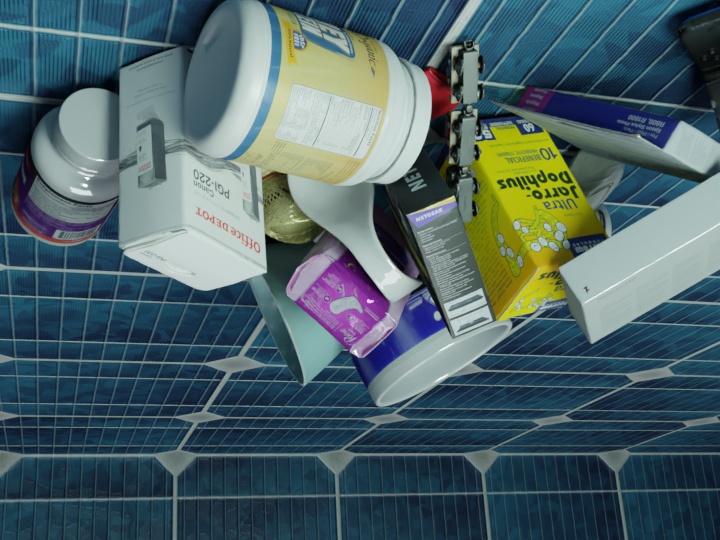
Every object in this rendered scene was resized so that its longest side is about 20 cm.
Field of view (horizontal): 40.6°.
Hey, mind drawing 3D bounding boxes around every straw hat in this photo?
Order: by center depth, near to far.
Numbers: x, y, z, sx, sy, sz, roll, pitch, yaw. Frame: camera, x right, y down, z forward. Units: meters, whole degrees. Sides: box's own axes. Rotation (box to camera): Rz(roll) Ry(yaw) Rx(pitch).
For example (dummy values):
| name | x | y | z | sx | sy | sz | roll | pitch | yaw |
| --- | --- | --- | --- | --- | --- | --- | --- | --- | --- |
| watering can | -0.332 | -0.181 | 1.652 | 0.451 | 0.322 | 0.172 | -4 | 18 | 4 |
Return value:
| name | x | y | z | sx | sy | sz | roll | pitch | yaw |
| --- | --- | --- | --- | --- | --- | --- | --- | --- | --- |
| straw hat | -0.074 | -0.078 | 1.112 | 0.200 | 0.085 | 0.201 | -8 | 151 | -4 |

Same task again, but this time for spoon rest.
| name | x | y | z | sx | sy | sz | roll | pitch | yaw |
| --- | --- | --- | --- | --- | --- | --- | --- | --- | --- |
| spoon rest | -0.007 | -0.062 | 1.017 | 0.099 | 0.200 | 0.061 | -35 | 168 | 15 |

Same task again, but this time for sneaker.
| name | x | y | z | sx | sy | sz | roll | pitch | yaw |
| --- | --- | --- | --- | --- | --- | --- | --- | --- | --- |
| sneaker | 0.242 | -0.076 | 1.179 | 0.200 | 0.072 | 0.072 | -41 | 149 | 1 |

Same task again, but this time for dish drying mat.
| name | x | y | z | sx | sy | sz | roll | pitch | yaw |
| --- | --- | --- | --- | --- | --- | --- | --- | --- | --- |
| dish drying mat | 0.024 | -0.167 | 1.083 | 0.200 | 0.018 | 0.077 | -21 | 152 | 39 |

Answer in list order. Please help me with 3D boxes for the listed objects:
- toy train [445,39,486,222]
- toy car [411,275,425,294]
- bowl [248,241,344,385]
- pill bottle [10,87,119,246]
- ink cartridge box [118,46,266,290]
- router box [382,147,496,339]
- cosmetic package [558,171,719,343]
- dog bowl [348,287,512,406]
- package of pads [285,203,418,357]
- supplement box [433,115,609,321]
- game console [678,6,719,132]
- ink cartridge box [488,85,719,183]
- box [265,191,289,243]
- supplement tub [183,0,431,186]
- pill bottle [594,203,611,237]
| name | x | y | z | sx | sy | sz | roll | pitch | yaw |
| --- | --- | --- | --- | --- | --- | --- | --- | --- | --- |
| toy train | 0.106 | -0.143 | 1.005 | 0.034 | 0.046 | 0.201 | -9 | 123 | -12 |
| toy car | 0.087 | -0.001 | 1.353 | 0.199 | 0.165 | 0.158 | -16 | 158 | 5 |
| bowl | -0.071 | 0.041 | 1.288 | 0.105 | 0.201 | 0.201 | -23 | 163 | -12 |
| pill bottle | -0.304 | -0.111 | 1.046 | 0.111 | 0.112 | 0.200 | 8 | 156 | -27 |
| ink cartridge box | -0.168 | -0.098 | 0.976 | 0.085 | 0.201 | 0.146 | -13 | 158 | 24 |
| router box | 0.070 | -0.049 | 1.023 | 0.052 | 0.200 | 0.158 | -23 | 123 | 1 |
| cosmetic package | 0.308 | -0.011 | 1.006 | 0.200 | 0.052 | 0.151 | -31 | 157 | 4 |
| dog bowl | 0.087 | 0.087 | 1.228 | 0.200 | 0.079 | 0.200 | -28 | 163 | -9 |
| package of pads | 0.000 | 0.000 | 1.112 | 0.120 | 0.200 | 0.076 | 42 | 117 | -6 |
| supplement box | 0.173 | -0.062 | 1.078 | 0.109 | 0.200 | 0.110 | -10 | 151 | -26 |
| game console | 0.431 | -0.193 | 0.933 | 0.200 | 0.119 | 0.171 | -16 | 163 | 29 |
| ink cartridge box | 0.267 | -0.146 | 1.009 | 0.200 | 0.043 | 0.196 | 17 | -174 | -44 |
| box | -0.157 | -0.079 | 1.245 | 0.200 | 0.046 | 0.159 | 12 | 154 | -36 |
| supplement tub | -0.049 | -0.160 | 0.911 | 0.200 | 0.145 | 0.145 | 10 | 156 | -32 |
| pill bottle | 0.218 | -0.059 | 1.269 | 0.199 | 0.112 | 0.111 | 9 | 156 | -28 |
